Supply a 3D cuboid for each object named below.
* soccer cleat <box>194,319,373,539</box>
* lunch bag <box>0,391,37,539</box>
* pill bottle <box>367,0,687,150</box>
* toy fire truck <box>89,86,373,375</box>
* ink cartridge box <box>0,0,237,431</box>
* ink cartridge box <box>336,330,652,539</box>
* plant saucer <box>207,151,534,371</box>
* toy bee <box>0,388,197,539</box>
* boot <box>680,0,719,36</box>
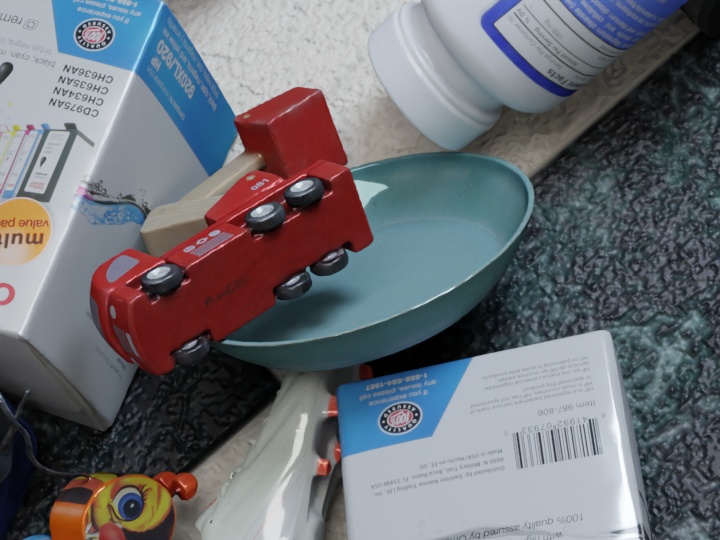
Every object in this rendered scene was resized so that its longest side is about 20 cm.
[{"bbox_3d":[-0.046,0.115,1.149,0.077,0.069,0.202,5,71,21],"label":"soccer cleat"},{"bbox_3d":[-0.262,0.137,1.153,0.131,0.136,0.201,17,72,21],"label":"lunch bag"},{"bbox_3d":[0.102,-0.156,1.176,0.200,0.112,0.113,-38,60,25],"label":"pill bottle"},{"bbox_3d":[-0.069,-0.024,1.155,0.199,0.049,0.141,-33,27,-24],"label":"toy fire truck"},{"bbox_3d":[-0.183,-0.041,1.205,0.146,0.145,0.201,15,71,19],"label":"ink cartridge box"},{"bbox_3d":[0.072,0.146,1.075,0.143,0.084,0.201,-12,53,9],"label":"ink cartridge box"},{"bbox_3d":[0.000,0.000,1.155,0.198,0.036,0.200,-17,25,8],"label":"plant saucer"},{"bbox_3d":[-0.124,0.148,1.126,0.108,0.202,0.131,-15,29,-37],"label":"toy bee"},{"bbox_3d":[0.188,-0.244,1.240,0.200,0.069,0.174,-45,65,-5],"label":"boot"}]
